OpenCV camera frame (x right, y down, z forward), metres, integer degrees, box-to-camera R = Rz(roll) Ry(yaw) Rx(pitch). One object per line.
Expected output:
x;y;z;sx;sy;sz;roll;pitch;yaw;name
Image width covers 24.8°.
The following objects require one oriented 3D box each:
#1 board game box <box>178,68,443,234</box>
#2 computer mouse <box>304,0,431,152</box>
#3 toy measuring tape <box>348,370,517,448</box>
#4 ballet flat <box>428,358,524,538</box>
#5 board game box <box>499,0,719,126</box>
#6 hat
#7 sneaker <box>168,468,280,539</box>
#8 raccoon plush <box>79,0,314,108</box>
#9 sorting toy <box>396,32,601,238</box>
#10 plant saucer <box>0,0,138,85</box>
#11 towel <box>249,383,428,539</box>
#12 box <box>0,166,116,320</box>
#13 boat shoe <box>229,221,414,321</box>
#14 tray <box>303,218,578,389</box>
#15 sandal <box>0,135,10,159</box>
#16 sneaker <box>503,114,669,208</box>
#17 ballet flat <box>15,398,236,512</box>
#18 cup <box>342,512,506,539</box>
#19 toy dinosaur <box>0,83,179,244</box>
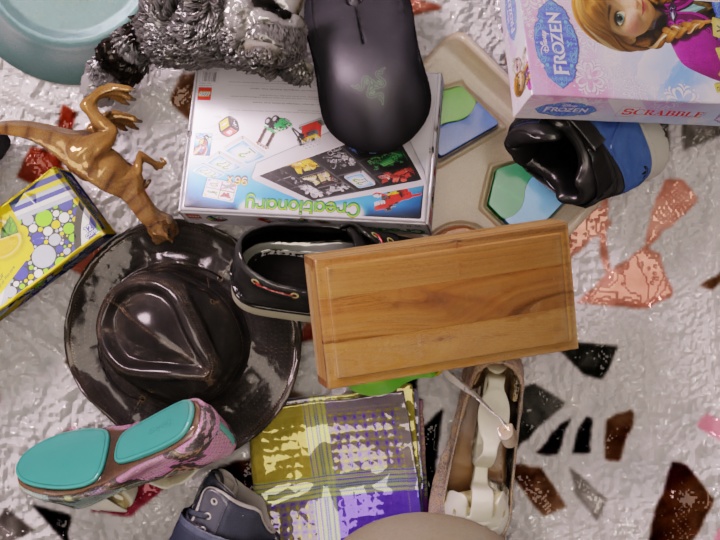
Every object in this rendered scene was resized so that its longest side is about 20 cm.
-0.038;-0.097;1.296;0.200;0.035;0.126;4;76;10;board game box
-0.006;-0.184;1.273;0.138;0.053;0.200;-16;63;-1;computer mouse
0.034;0.087;1.284;0.074;0.074;0.200;-47;61;1;toy measuring tape
0.094;0.157;1.303;0.068;0.067;0.200;5;90;-6;ballet flat
0.204;-0.210;1.258;0.199;0.041;0.200;0;69;-16;board game box
-0.147;0.052;1.294;0.200;0.081;0.201;0;86;6;hat
-0.163;0.220;1.297;0.202;0.077;0.146;12;98;-3;sneaker
-0.118;-0.159;1.270;0.200;0.097;0.134;-49;62;34;raccoon plush
0.075;-0.063;1.320;0.185;0.036;0.200;44;91;1;sorting toy
-0.233;-0.252;1.327;0.200;0.036;0.200;0;90;1;plant saucer
-0.016;0.195;1.329;0.143;0.023;0.200;-3;90;0;towel
-0.299;0.003;1.313;0.200;0.064;0.070;-37;89;0;box
0.000;0.002;1.261;0.201;0.063;0.074;3;60;-4;boat shoe
0.063;0.024;1.234;0.200;0.037;0.099;-9;100;-16;tray
-0.354;-0.043;1.291;0.045;0.075;0.200;45;67;-30;sandal
0.149;-0.143;1.277;0.111;0.077;0.200;-28;88;-34;sneaker
-0.182;0.154;1.295;0.200;0.069;0.071;-20;132;29;ballet flat
0.048;0.304;1.241;0.200;0.143;0.200;1;106;4;cup
-0.214;-0.094;1.264;0.200;0.060;0.106;30;59;-17;toy dinosaur
